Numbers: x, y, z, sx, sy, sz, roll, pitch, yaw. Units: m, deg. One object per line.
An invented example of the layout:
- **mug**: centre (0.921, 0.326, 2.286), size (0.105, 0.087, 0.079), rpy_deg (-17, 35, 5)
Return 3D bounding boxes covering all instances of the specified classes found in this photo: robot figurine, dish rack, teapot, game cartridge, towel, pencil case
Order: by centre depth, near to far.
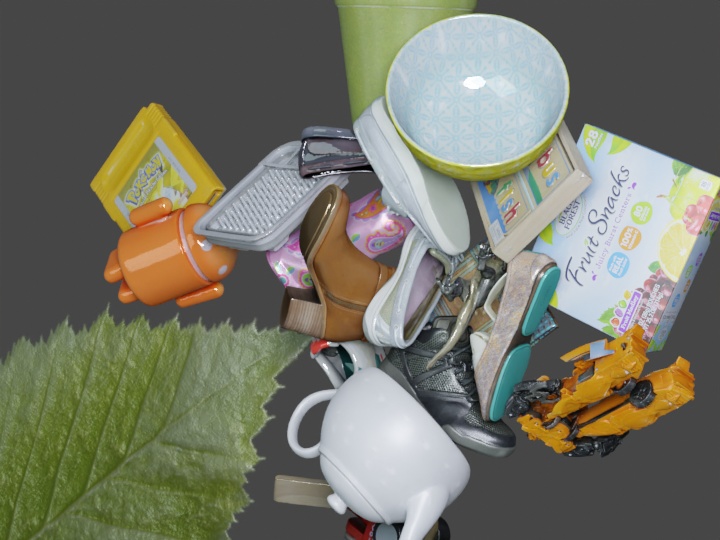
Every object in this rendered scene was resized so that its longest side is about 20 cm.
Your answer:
- **robot figurine**: centre (0.253, 0.137, 1.230), size (0.200, 0.145, 0.059), rpy_deg (-35, 28, 43)
- **teapot**: centre (0.017, 0.217, 1.305), size (0.146, 0.200, 0.198), rpy_deg (-42, 93, -9)
- **towel**: centre (0.128, 0.066, 1.379), size (0.200, 0.022, 0.147), rpy_deg (-40, 67, 25)
- **pencil case**: centre (-0.019, -0.036, 1.421), size (0.199, 0.087, 0.088), rpy_deg (-28, 71, 12)
- **dish rack**: centre (-0.104, -0.091, 1.462), size (0.171, 0.200, 0.044), rpy_deg (10, 137, 48)
- **robot figurine**: centre (-0.256, -0.024, 1.573), size (0.198, 0.117, 0.145), rpy_deg (-20, 83, 13)
- **game cartridge**: centre (-0.304, -0.123, 1.677), size (0.177, 0.032, 0.200), rpy_deg (-50, 64, 21)

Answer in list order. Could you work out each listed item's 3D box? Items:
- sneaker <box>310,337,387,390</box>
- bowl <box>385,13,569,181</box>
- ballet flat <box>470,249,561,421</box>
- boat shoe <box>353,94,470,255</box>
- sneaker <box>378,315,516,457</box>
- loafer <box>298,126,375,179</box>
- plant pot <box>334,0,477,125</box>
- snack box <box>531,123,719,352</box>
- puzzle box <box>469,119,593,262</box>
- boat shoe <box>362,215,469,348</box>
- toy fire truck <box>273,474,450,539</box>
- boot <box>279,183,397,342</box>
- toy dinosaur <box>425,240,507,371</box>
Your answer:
- **sneaker**: centre (-0.030, 0.071, 1.442), size (0.070, 0.093, 0.201), rpy_deg (-30, 71, 28)
- **bowl**: centre (0.130, -0.174, 1.267), size (0.198, 0.108, 0.202), rpy_deg (-3, 64, 6)
- **ballet flat**: centre (0.161, 0.068, 1.265), size (0.067, 0.068, 0.202), rpy_deg (29, 106, 32)
- **boat shoe**: centre (0.056, -0.101, 1.305), size (0.071, 0.070, 0.202), rpy_deg (-32, 82, 38)
- **sneaker**: centre (0.115, 0.127, 1.327), size (0.199, 0.076, 0.115), rpy_deg (41, 114, 33)
- **loafer**: centre (0.020, -0.130, 1.379), size (0.198, 0.072, 0.064), rpy_deg (8, 75, 13)
- **plant pot**: centre (0.051, -0.267, 1.369), size (0.199, 0.199, 0.192), rpy_deg (11, 104, 34)
- **snack box**: centre (0.288, -0.036, 1.248), size (0.168, 0.067, 0.201), rpy_deg (29, 102, 29)
- **puzzle box**: centre (0.184, -0.113, 1.282), size (0.133, 0.025, 0.201), rpy_deg (-46, 28, 22)
- **boat shoe**: centre (0.078, 0.007, 1.343), size (0.064, 0.075, 0.203), rpy_deg (8, 55, 47)
- **toy fire truck**: centre (-0.016, 0.341, 1.411), size (0.199, 0.128, 0.177), rpy_deg (29, 104, 44)
- **boot**: centre (0.000, 0.000, 1.354), size (0.077, 0.154, 0.202), rpy_deg (-118, 41, -63)
- **toy dinosaur**: centre (0.126, 0.018, 1.284), size (0.047, 0.088, 0.201), rpy_deg (24, 68, 28)
